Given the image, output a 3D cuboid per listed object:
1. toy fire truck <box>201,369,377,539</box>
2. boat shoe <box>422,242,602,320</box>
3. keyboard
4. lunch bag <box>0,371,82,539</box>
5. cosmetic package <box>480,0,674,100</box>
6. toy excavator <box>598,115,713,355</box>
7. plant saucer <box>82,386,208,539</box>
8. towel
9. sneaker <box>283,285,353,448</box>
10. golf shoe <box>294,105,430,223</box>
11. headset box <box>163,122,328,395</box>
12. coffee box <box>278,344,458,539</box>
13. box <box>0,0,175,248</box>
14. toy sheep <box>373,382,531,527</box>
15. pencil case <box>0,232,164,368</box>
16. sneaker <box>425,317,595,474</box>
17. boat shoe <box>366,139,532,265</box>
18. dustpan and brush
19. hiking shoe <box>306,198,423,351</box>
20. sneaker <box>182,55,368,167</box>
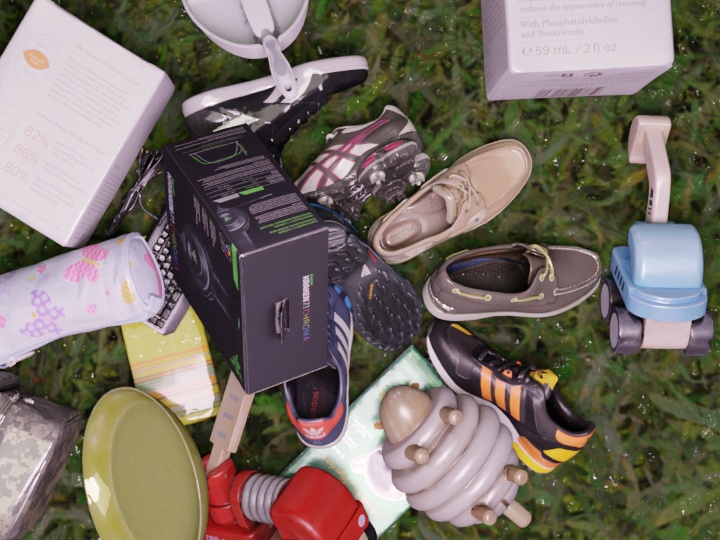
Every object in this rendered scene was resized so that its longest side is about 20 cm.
[{"bbox_3d":[-0.085,0.207,1.323,0.174,0.129,0.202,3,127,35],"label":"toy fire truck"},{"bbox_3d":[0.164,0.007,1.397,0.199,0.060,0.073,-8,65,-17],"label":"boat shoe"},{"bbox_3d":[-0.201,-0.048,1.413,0.126,0.021,0.202,30,82,-5],"label":"keyboard"},{"bbox_3d":[-0.375,0.167,1.322,0.166,0.200,0.141,24,87,-3],"label":"lunch bag"},{"bbox_3d":[0.211,-0.287,1.375,0.165,0.166,0.203,-4,88,-2],"label":"cosmetic package"},{"bbox_3d":[0.307,-0.037,1.397,0.098,0.195,0.203,3,116,-2],"label":"toy excavator"},{"bbox_3d":[-0.210,0.214,1.357,0.031,0.198,0.203,-9,88,-44],"label":"plant saucer"},{"bbox_3d":[-0.206,0.063,1.424,0.085,0.018,0.203,-13,88,-8],"label":"towel"},{"bbox_3d":[-0.045,0.074,1.377,0.074,0.085,0.203,-9,71,6],"label":"sneaker"},{"bbox_3d":[-0.024,-0.094,1.416,0.198,0.077,0.089,-26,54,9],"label":"golf shoe"},{"bbox_3d":[-0.106,-0.009,1.298,0.092,0.176,0.200,-18,45,-22],"label":"headset box"},{"bbox_3d":[0.023,0.188,1.415,0.123,0.044,0.200,45,87,0],"label":"coffee box"},{"bbox_3d":[-0.304,-0.146,1.379,0.151,0.106,0.202,31,88,-1],"label":"box"},{"bbox_3d":[0.094,0.187,1.331,0.138,0.138,0.200,-44,101,-3],"label":"toy sheep"},{"bbox_3d":[-0.296,0.030,1.360,0.197,0.083,0.092,-19,57,13],"label":"pencil case"},{"bbox_3d":[0.157,0.112,1.390,0.200,0.070,0.090,47,128,-3],"label":"sneaker"},{"bbox_3d":[0.096,-0.071,1.413,0.198,0.065,0.073,-31,90,-4],"label":"boat shoe"},{"bbox_3d":[-0.098,-0.245,1.378,0.138,0.057,0.202,-20,67,-3],"label":"dustpan and brush"},{"bbox_3d":[0.000,0.000,1.383,0.074,0.087,0.201,-33,129,5],"label":"hiking shoe"},{"bbox_3d":[-0.076,-0.146,1.405,0.197,0.073,0.114,-16,91,-5],"label":"sneaker"}]
